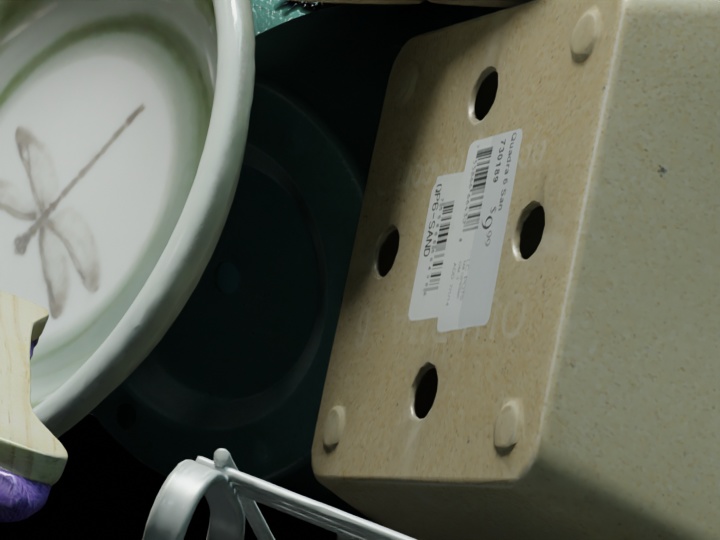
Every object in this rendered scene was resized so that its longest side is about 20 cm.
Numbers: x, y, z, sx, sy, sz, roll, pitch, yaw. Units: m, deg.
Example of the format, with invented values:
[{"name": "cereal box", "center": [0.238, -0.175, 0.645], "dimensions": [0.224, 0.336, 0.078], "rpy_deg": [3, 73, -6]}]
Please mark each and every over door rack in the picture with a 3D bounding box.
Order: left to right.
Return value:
[{"name": "over door rack", "center": [0.032, 0.108, 0.674], "dimensions": [0.147, 0.067, 0.200], "rpy_deg": [20, -7, 14]}]

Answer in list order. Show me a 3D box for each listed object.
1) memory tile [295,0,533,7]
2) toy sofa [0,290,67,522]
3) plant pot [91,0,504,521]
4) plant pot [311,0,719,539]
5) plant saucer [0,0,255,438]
[{"name": "memory tile", "center": [0.030, -0.095, 0.850], "dimensions": [0.152, 0.017, 0.200], "rpy_deg": [1, 7, -12]}, {"name": "toy sofa", "center": [-0.130, 0.045, 0.628], "dimensions": [0.097, 0.083, 0.200], "rpy_deg": [22, 6, -12]}, {"name": "plant pot", "center": [0.000, 0.000, 0.922], "dimensions": [0.199, 0.202, 0.187], "rpy_deg": [22, 15, 30]}, {"name": "plant pot", "center": [0.100, 0.014, 0.765], "dimensions": [0.176, 0.201, 0.200], "rpy_deg": [16, -10, -23]}, {"name": "plant saucer", "center": [-0.097, -0.025, 0.820], "dimensions": [0.050, 0.201, 0.200], "rpy_deg": [28, -2, -44]}]
